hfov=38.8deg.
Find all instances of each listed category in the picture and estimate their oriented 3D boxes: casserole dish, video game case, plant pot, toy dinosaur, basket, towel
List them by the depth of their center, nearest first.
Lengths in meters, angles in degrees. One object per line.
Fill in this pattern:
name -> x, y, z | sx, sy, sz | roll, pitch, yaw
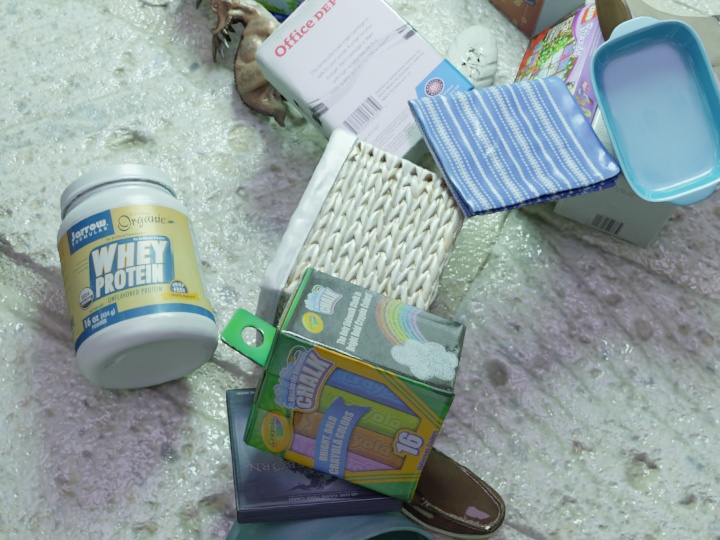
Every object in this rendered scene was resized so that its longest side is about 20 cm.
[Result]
plant pot -> -0.045, 0.278, 0.939 | 0.200, 0.201, 0.134 | -36, 45, -18
video game case -> -0.049, 0.163, 0.952 | 0.142, 0.019, 0.200 | -2, 23, -9
towel -> 0.161, -0.132, 1.043 | 0.199, 0.024, 0.145 | -14, 67, -28
basket -> 0.000, 0.000, 1.056 | 0.160, 0.198, 0.201 | 21, 65, 2
casserole dish -> 0.314, -0.164, 1.069 | 0.121, 0.039, 0.201 | -20, 89, 5
toy dinosaur -> -0.126, -0.253, 1.230 | 0.135, 0.086, 0.201 | -5, 77, 2

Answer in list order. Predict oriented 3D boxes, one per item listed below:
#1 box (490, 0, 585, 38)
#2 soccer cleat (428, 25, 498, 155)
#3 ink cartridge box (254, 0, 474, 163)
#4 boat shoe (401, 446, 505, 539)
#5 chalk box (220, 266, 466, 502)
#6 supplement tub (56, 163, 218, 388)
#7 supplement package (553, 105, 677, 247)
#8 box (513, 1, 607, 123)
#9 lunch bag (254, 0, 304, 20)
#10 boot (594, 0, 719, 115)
box -> 0.199, -0.426, 1.287 | 0.106, 0.152, 0.200 | -36, 71, -19
soccer cleat -> 0.116, -0.227, 1.231 | 0.069, 0.078, 0.201 | 26, 66, 9
ink cartridge box -> 0.005, -0.210, 1.130 | 0.146, 0.084, 0.200 | -44, 82, -2
boat shoe -> 0.055, 0.205, 1.027 | 0.202, 0.075, 0.075 | 25, 66, 8
chalk box -> -0.025, 0.090, 0.888 | 0.199, 0.124, 0.125 | 20, 27, 2
supplement tub -> -0.236, 0.006, 1.063 | 0.144, 0.145, 0.201 | -13, 67, -10
supplement package -> 0.321, -0.153, 1.185 | 0.121, 0.120, 0.201 | 22, 65, 6
box -> 0.227, -0.214, 1.200 | 0.039, 0.137, 0.201 | 34, 63, -23
lunch bag -> -0.110, -0.415, 1.279 | 0.199, 0.128, 0.171 | 13, 65, -8
boot -> 0.357, -0.255, 1.128 | 0.145, 0.070, 0.201 | -16, 79, -7
